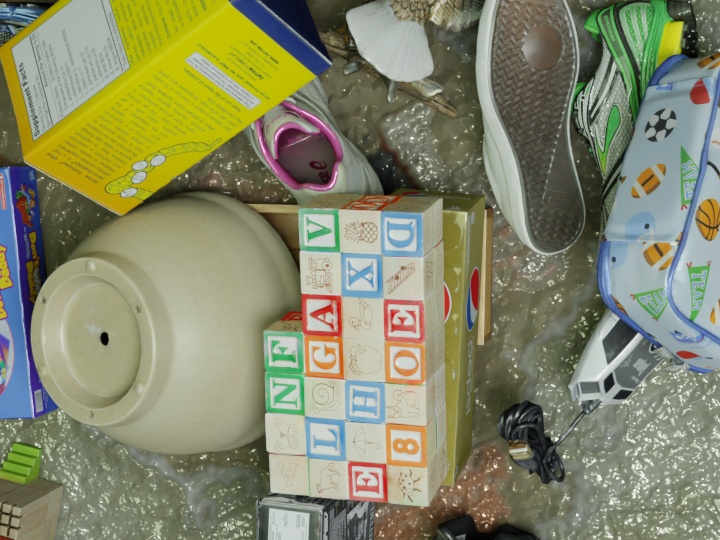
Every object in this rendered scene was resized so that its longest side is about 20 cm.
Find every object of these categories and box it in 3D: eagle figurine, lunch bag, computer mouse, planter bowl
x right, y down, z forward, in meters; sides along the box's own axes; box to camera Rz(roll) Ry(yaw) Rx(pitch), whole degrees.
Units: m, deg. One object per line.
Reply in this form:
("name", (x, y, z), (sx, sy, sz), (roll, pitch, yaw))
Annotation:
("eagle figurine", (0.045, -0.226, 0.983), (0.151, 0.151, 0.201), (40, 110, 29))
("lunch bag", (0.236, -0.030, 0.915), (0.075, 0.160, 0.202), (3, 68, 49))
("computer mouse", (0.177, 0.064, 0.999), (0.200, 0.110, 0.044), (-47, 55, 3))
("planter bowl", (-0.156, 0.046, 1.031), (0.199, 0.134, 0.203), (4, 97, 32))

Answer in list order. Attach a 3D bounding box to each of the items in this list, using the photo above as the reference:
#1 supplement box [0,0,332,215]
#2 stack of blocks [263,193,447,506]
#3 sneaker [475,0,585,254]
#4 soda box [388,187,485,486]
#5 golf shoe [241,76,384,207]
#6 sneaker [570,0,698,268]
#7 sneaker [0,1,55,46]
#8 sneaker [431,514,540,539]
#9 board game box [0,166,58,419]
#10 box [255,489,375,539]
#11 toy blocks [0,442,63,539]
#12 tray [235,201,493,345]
("supplement box", (-0.139, -0.149, 0.978), (0.199, 0.109, 0.110), (-33, 56, 18))
("stack of blocks", (-0.004, 0.052, 0.950), (0.114, 0.059, 0.202), (3, 104, 16))
("sneaker", (0.107, -0.115, 0.978), (0.072, 0.085, 0.202), (-12, 113, -14))
("soda box", (0.047, 0.047, 0.999), (0.067, 0.064, 0.202), (6, 105, 15))
("golf shoe", (-0.056, -0.115, 1.023), (0.075, 0.092, 0.200), (-40, 70, 2))
("sneaker", (0.187, -0.091, 0.989), (0.084, 0.078, 0.202), (6, 88, 22))
("sneaker", (-0.240, -0.169, 1.092), (0.198, 0.075, 0.079), (7, 100, 16))
("sneaker", (0.061, 0.260, 1.050), (0.199, 0.076, 0.115), (-38, 83, 12))
("board game box", (-0.326, 0.021, 1.146), (0.133, 0.045, 0.202), (-3, 94, 15))
("box", (-0.032, 0.249, 1.030), (0.049, 0.158, 0.202), (4, 97, 14))
("toy blocks", (-0.301, 0.253, 1.114), (0.099, 0.137, 0.202), (12, 99, 13))
("tray", (0.000, 0.000, 1.061), (0.198, 0.037, 0.100), (2, 96, 16))
